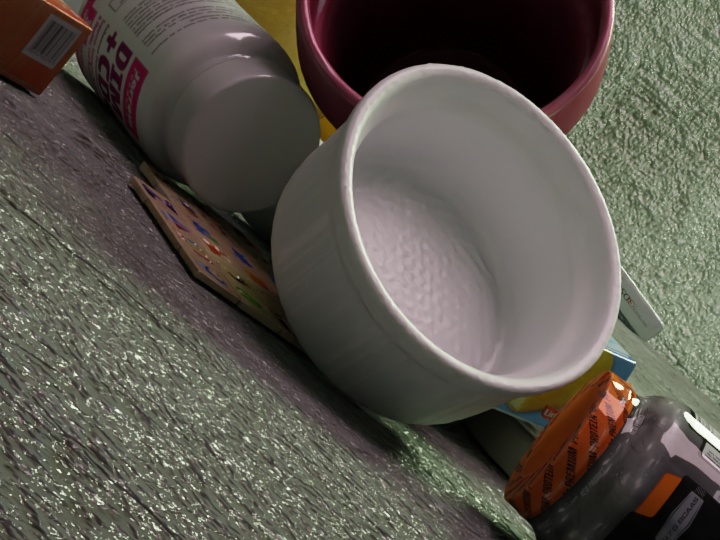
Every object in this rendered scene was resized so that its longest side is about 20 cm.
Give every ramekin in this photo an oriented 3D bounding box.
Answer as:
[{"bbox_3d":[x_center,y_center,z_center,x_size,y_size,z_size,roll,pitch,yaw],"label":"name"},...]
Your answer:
[{"bbox_3d":[0.044,-0.009,1.407,0.200,0.098,0.201,18,58,-31],"label":"ramekin"}]

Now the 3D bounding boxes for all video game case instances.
[{"bbox_3d":[0.142,-0.043,1.790,0.182,0.023,0.200,52,1,-13],"label":"video game case"}]

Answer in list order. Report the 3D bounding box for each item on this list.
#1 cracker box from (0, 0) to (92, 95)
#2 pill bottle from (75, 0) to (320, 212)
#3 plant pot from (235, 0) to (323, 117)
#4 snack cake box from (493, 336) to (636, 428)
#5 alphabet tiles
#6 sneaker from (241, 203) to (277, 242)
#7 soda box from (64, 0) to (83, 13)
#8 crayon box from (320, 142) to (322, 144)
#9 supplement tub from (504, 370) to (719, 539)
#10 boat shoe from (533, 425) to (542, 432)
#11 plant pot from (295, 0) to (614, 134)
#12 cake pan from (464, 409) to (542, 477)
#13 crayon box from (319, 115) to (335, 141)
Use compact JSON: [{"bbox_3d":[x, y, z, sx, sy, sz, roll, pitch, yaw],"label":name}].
[{"bbox_3d":[-0.267,-0.201,1.465,0.200,0.058,0.134,43,7,26],"label":"cracker box"},{"bbox_3d":[-0.107,-0.123,1.601,0.113,0.114,0.200,36,7,-36],"label":"pill bottle"},{"bbox_3d":[-0.053,-0.167,2.079,0.200,0.142,0.200,41,6,-5],"label":"plant pot"},{"bbox_3d":[0.063,0.029,1.555,0.199,0.067,0.115,23,16,-29],"label":"snack cake box"},{"bbox_3d":[-0.070,0.000,1.477,0.167,0.008,0.200,36,8,-33],"label":"alphabet tiles"},{"bbox_3d":[0.000,0.000,1.649,0.199,0.075,0.089,29,45,-4],"label":"sneaker"},{"bbox_3d":[-0.172,-0.189,1.893,0.200,0.064,0.068,40,6,-8],"label":"soda box"},{"bbox_3d":[-0.024,-0.048,1.795,0.200,0.052,0.126,44,7,30],"label":"crayon box"},{"bbox_3d":[0.186,0.157,1.392,0.200,0.123,0.123,40,7,-4],"label":"supplement tub"},{"bbox_3d":[0.136,0.099,1.761,0.200,0.072,0.066,26,-16,-17],"label":"boat shoe"},{"bbox_3d":[0.058,-0.131,1.589,0.200,0.200,0.179,42,-18,17],"label":"plant pot"},{"bbox_3d":[0.146,0.141,1.632,0.200,0.037,0.200,40,7,-5],"label":"cake pan"},{"bbox_3d":[0.021,-0.059,1.952,0.201,0.051,0.126,61,12,13],"label":"crayon box"}]
